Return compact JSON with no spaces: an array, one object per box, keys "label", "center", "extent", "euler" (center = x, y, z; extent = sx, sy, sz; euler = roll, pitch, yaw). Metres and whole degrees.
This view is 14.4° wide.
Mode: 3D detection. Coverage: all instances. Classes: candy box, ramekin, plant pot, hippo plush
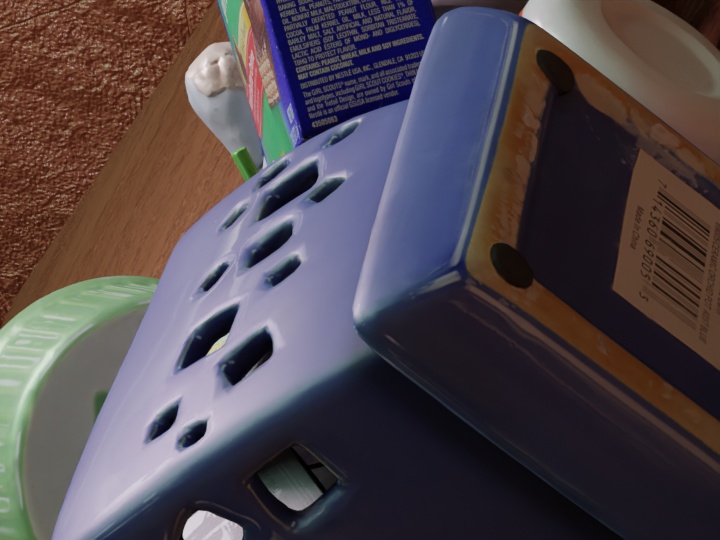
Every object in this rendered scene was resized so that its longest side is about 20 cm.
[{"label":"candy box","center":[-0.025,-0.140,1.261],"extent":[0.169,0.077,0.201],"euler":[113,143,-78]},{"label":"ramekin","center":[-0.111,0.101,1.507],"extent":[0.201,0.200,0.098],"euler":[-62,18,-13]},{"label":"plant pot","center":[0.043,0.047,0.918],"extent":[0.180,0.200,0.200],"euler":[-44,17,34]},{"label":"hippo plush","center":[-0.031,-0.079,1.710],"extent":[0.200,0.159,0.161],"euler":[-58,10,8]}]

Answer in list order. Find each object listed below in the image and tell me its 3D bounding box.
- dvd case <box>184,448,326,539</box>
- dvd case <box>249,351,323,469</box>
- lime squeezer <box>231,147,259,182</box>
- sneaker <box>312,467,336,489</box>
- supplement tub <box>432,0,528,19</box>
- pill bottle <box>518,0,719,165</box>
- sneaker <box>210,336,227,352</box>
[{"label":"dvd case","center":[-0.077,0.179,1.239],"extent":[0.200,0.025,0.150],"euler":[-40,37,0]},{"label":"dvd case","center":[0.011,0.017,1.278],"extent":[0.142,0.018,0.200],"euler":[-12,-39,-36]},{"label":"lime squeezer","center":[-0.038,0.019,1.680],"extent":[0.071,0.038,0.201],"euler":[52,157,46]},{"label":"sneaker","center":[0.003,0.053,1.435],"extent":[0.200,0.078,0.140],"euler":[-30,-22,5]},{"label":"supplement tub","center":[0.061,-0.129,1.442],"extent":[0.145,0.144,0.200],"euler":[-53,13,34]},{"label":"pill bottle","center":[0.070,-0.014,1.171],"extent":[0.200,0.112,0.113],"euler":[-56,11,25]},{"label":"sneaker","center":[0.000,0.000,1.338],"extent":[0.200,0.079,0.074],"euler":[-34,-32,-1]}]
